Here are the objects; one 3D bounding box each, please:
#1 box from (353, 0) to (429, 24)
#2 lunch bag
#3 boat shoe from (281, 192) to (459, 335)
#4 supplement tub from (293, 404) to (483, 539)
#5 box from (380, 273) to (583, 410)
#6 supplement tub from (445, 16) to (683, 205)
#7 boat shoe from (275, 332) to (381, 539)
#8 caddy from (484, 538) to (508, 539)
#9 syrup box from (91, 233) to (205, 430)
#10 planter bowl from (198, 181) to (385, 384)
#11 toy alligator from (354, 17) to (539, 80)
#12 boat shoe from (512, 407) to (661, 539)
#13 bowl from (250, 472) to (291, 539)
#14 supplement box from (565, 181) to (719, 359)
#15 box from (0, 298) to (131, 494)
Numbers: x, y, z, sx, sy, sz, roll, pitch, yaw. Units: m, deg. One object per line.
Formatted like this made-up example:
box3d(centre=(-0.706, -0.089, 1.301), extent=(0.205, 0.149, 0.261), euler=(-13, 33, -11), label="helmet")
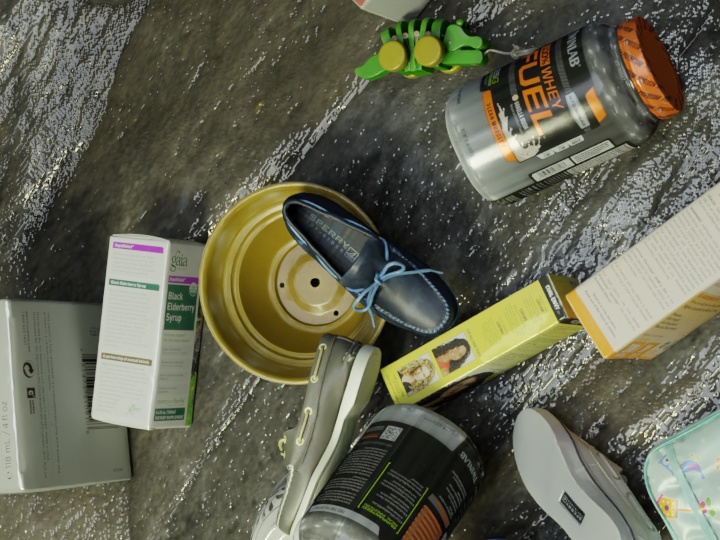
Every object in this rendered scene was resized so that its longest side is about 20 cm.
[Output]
box3d(centre=(0.037, -0.371, 1.740), extent=(0.152, 0.106, 0.200), euler=(45, 107, 22), label="box")
box3d(centre=(0.351, 0.220, 1.562), extent=(0.160, 0.077, 0.200), euler=(-31, 74, 23), label="lunch bag")
box3d(centre=(0.000, 0.000, 1.681), extent=(0.200, 0.069, 0.084), euler=(31, 98, 13), label="boat shoe")
box3d(centre=(0.019, 0.231, 1.631), extent=(0.122, 0.200, 0.123), euler=(24, 142, 20), label="supplement tub")
box3d(centre=(0.122, 0.072, 1.694), extent=(0.200, 0.075, 0.050), euler=(-32, 72, 24), label="box")
box3d(centre=(0.190, -0.151, 1.640), extent=(0.200, 0.122, 0.123), euler=(-25, 76, 24), label="supplement tub")
box3d(centre=(-0.042, 0.160, 1.695), extent=(0.060, 0.072, 0.202), euler=(20, 90, 16), label="boat shoe")
box3d(centre=(0.106, 0.343, 1.618), extent=(0.141, 0.105, 0.200), euler=(40, 65, -5), label="caddy")
box3d(centre=(-0.222, 0.064, 1.872), extent=(0.081, 0.079, 0.201), euler=(7, 91, 28), label="syrup box")
box3d(centre=(-0.056, 0.013, 1.775), extent=(0.200, 0.083, 0.201), euler=(0, 90, 15), label="planter bowl")
box3d(centre=(0.085, -0.225, 1.734), extent=(0.200, 0.059, 0.054), euler=(-5, 85, 28), label="toy alligator")
box3d(centre=(0.213, 0.201, 1.642), extent=(0.200, 0.070, 0.071), euler=(52, 130, 46), label="boat shoe")
box3d(centre=(-0.042, 0.286, 1.759), extent=(0.200, 0.094, 0.201), euler=(-2, 86, 27), label="bowl")
box3d(centre=(0.299, -0.002, 1.574), extent=(0.200, 0.126, 0.074), euler=(-38, 70, 22), label="supplement box")
box3d(centre=(-0.356, 0.136, 1.872), extent=(0.130, 0.200, 0.199), euler=(-9, 84, 27), label="box")
